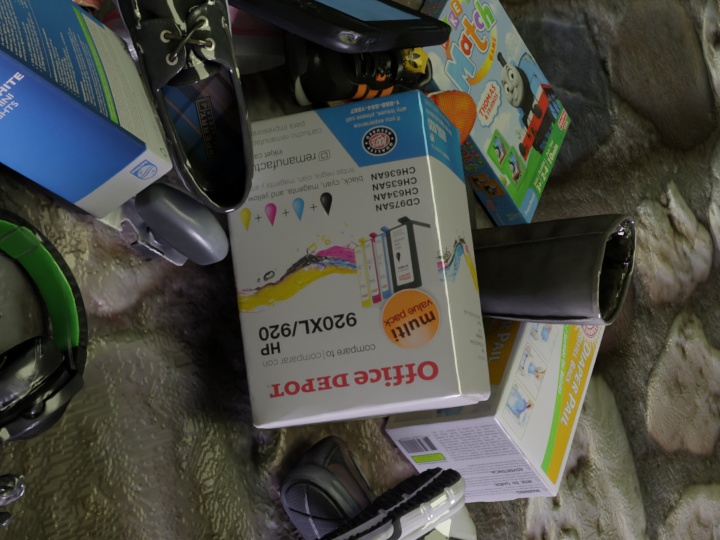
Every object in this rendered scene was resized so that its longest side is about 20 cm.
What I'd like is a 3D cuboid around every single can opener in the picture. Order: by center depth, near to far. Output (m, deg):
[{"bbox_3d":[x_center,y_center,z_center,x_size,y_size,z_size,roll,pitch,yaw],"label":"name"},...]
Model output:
[{"bbox_3d":[-0.165,-0.065,0.862,0.199,0.066,0.053,32,58,-37],"label":"can opener"}]

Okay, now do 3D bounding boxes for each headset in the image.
[{"bbox_3d":[-0.201,0.050,0.758,0.123,0.093,0.202,41,40,-37],"label":"headset"}]

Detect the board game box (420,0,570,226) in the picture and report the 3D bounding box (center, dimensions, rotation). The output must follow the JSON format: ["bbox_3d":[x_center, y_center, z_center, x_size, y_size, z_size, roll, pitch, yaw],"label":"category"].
[{"bbox_3d":[0.115,-0.160,1.253,0.200,0.036,0.152,52,46,-29],"label":"board game box"}]

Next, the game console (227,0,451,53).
[{"bbox_3d":[-0.027,-0.231,0.918,0.200,0.175,0.117,-25,138,-65],"label":"game console"}]

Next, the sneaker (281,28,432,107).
[{"bbox_3d":[0.002,-0.159,1.018,0.200,0.089,0.071,-7,89,-78],"label":"sneaker"}]

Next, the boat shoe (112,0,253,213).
[{"bbox_3d":[-0.102,-0.128,0.826,0.068,0.057,0.202,-20,121,-9],"label":"boat shoe"}]

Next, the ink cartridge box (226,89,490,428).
[{"bbox_3d":[0.000,0.000,0.945,0.145,0.146,0.202,20,61,-76],"label":"ink cartridge box"}]

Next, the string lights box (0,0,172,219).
[{"bbox_3d":[-0.189,-0.115,0.722,0.200,0.059,0.103,35,27,-56],"label":"string lights box"}]

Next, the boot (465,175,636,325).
[{"bbox_3d":[0.124,-0.026,1.098,0.072,0.199,0.183,36,54,-37],"label":"boot"}]

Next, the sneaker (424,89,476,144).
[{"bbox_3d":[0.047,-0.083,1.106,0.200,0.077,0.074,-45,143,-42],"label":"sneaker"}]

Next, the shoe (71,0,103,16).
[{"bbox_3d":[-0.177,-0.187,0.853,0.199,0.071,0.092,-17,76,-47],"label":"shoe"}]

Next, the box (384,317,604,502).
[{"bbox_3d":[0.118,0.079,1.135,0.102,0.112,0.201,51,44,-30],"label":"box"}]

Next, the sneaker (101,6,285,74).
[{"bbox_3d":[-0.117,-0.191,0.934,0.200,0.075,0.106,-13,93,-63],"label":"sneaker"}]

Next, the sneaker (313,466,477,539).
[{"bbox_3d":[-0.003,0.214,0.923,0.199,0.074,0.081,-26,103,-13],"label":"sneaker"}]

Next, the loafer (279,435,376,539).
[{"bbox_3d":[0.015,0.210,1.010,0.201,0.071,0.063,59,38,-18],"label":"loafer"}]
